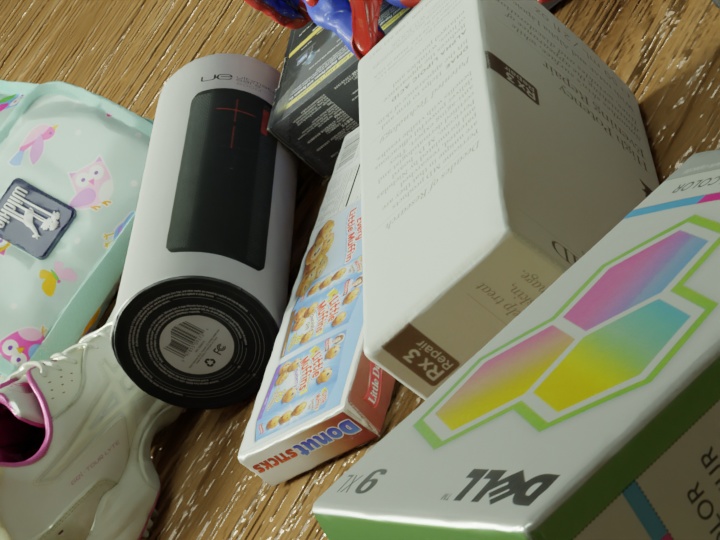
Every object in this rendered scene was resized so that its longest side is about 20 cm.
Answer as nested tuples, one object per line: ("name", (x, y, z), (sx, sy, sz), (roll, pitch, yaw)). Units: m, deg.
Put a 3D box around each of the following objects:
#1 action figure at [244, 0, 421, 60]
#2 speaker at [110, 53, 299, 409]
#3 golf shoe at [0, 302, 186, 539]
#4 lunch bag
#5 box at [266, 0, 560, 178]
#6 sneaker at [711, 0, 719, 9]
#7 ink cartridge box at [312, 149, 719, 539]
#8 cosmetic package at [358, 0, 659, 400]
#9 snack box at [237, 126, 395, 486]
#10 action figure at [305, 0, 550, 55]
("action figure", (-0.030, -0.154, 0.940), (0.065, 0.099, 0.200), (-52, 22, 0))
("speaker", (-0.072, -0.025, 0.966), (0.081, 0.081, 0.200), (-39, 26, 27))
("golf shoe", (-0.132, 0.061, 0.939), (0.075, 0.091, 0.200), (-36, 27, 35))
("lunch bag", (-0.193, -0.018, 1.126), (0.171, 0.122, 0.200), (-55, 32, -14))
("box", (0.043, -0.158, 0.986), (0.200, 0.049, 0.162), (-36, 26, 31))
("sneaker", (0.199, -0.161, 0.678), (0.200, 0.073, 0.071), (-46, 24, 15))
("ink cartridge box", (0.057, 0.047, 0.435), (0.200, 0.059, 0.104), (-40, 13, -22))
("cosmetic package", (0.057, -0.022, 0.704), (0.074, 0.102, 0.200), (-43, 26, 23))
("snack box", (0.000, 0.000, 0.868), (0.072, 0.024, 0.200), (-28, 33, 41))
("action figure", (0.070, -0.147, 0.830), (0.199, 0.052, 0.065), (-26, 44, -23))
